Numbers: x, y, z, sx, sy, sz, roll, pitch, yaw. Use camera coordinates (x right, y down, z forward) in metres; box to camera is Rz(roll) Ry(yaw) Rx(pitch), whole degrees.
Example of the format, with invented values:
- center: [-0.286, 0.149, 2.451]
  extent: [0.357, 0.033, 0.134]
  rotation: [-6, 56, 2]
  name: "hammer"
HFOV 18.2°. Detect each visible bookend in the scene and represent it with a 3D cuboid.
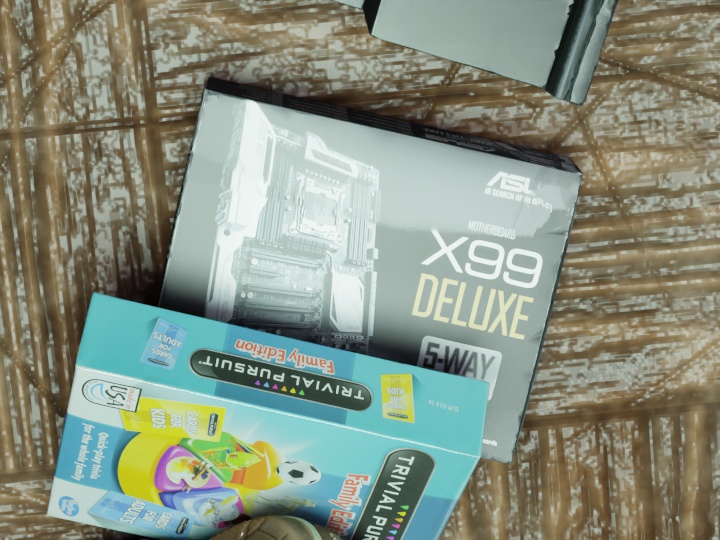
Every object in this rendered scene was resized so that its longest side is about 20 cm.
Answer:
- center: [0.013, -0.164, 1.044]
  extent: [0.199, 0.199, 0.093]
  rotation: [16, 104, -6]
  name: "bookend"

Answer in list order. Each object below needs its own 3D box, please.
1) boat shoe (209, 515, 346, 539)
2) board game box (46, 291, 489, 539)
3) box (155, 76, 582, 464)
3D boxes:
- center: [-0.076, 0.174, 1.155]
  extent: [0.075, 0.202, 0.075]
  rotation: [11, 71, -45]
  name: "boat shoe"
- center: [-0.051, 0.091, 1.132]
  extent: [0.199, 0.047, 0.151]
  rotation: [13, 144, -5]
  name: "board game box"
- center: [0.000, 0.000, 1.157]
  extent: [0.199, 0.050, 0.159]
  rotation: [13, 102, -5]
  name: "box"
